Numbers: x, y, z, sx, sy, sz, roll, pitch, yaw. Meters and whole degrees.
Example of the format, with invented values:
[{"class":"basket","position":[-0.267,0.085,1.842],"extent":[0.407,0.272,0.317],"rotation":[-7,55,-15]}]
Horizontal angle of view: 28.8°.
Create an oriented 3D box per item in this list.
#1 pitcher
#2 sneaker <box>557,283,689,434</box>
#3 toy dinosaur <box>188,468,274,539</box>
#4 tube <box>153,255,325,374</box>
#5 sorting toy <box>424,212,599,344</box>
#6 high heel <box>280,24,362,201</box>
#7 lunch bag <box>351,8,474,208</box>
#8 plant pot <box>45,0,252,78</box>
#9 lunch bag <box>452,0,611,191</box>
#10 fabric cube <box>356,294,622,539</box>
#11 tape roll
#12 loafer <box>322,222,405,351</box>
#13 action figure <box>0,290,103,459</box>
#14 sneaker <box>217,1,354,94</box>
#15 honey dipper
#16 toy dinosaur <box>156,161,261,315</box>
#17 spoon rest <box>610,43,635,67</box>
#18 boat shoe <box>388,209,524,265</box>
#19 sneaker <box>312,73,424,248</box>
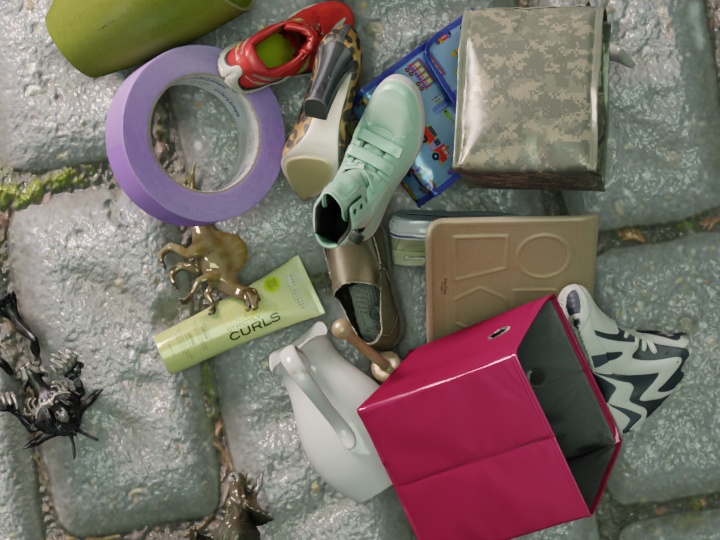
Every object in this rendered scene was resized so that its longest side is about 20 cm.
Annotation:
[{"class":"pitcher","position":[-0.027,0.165,1.601],"extent":[0.121,0.172,0.201],"rotation":[-34,90,6]},{"class":"sneaker","position":[0.315,0.080,1.627],"extent":[0.129,0.079,0.200],"rotation":[-30,106,-7]},{"class":"toy dinosaur","position":[-0.148,0.344,1.653],"extent":[0.101,0.077,0.202],"rotation":[-7,106,-31]},{"class":"tube","position":[-0.147,0.057,1.665],"extent":[0.199,0.052,0.058],"rotation":[-25,125,-3]},{"class":"sorting toy","position":[0.173,0.009,1.623],"extent":[0.198,0.037,0.186],"rotation":[-4,129,-1]},{"class":"high heel","position":[-0.037,-0.181,1.618],"extent":[0.071,0.201,0.143],"rotation":[18,54,3]},{"class":"lunch bag","position":[0.109,-0.197,1.645],"extent":[0.199,0.094,0.151],"rotation":[-38,92,-12]},{"class":"plant pot","position":[-0.259,-0.317,1.606],"extent":[0.199,0.187,0.188],"rotation":[-34,90,16]},{"class":"lunch bag","position":[0.191,-0.195,1.544],"extent":[0.162,0.118,0.202],"rotation":[1,81,16]},{"class":"fabric cube","position":[0.147,0.172,1.548],"extent":[0.198,0.196,0.201],"rotation":[-22,99,26]},{"class":"tape roll","position":[-0.188,-0.153,1.609],"extent":[0.198,0.065,0.202],"rotation":[2,86,-27]},{"class":"loafer","position":[0.000,0.000,1.641],"extent":[0.075,0.070,0.202],"rotation":[-21,91,17]},{"class":"action figure","position":[-0.383,0.131,1.644],"extent":[0.119,0.102,0.201],"rotation":[-38,89,-10]},{"class":"sneaker","position":[-0.069,-0.258,1.604],"extent":[0.199,0.085,0.077],"rotation":[-35,100,-36]},{"class":"honey dipper","position":[0.012,0.092,1.589],"extent":[0.038,0.200,0.038],"rotation":[-8,67,18]},{"class":"toy dinosaur","position":[-0.186,-0.019,1.666],"extent":[0.100,0.058,0.201],"rotation":[-27,72,-7]},{"class":"spoon rest","position":[0.232,-0.183,1.635],"extent":[0.200,0.099,0.061],"rotation":[-49,45,5]},{"class":"boat shoe","position":[0.132,-0.033,1.654],"extent":[0.198,0.072,0.063],"rotation":[5,110,8]},{"class":"sneaker","position":[0.009,-0.113,1.536],"extent":[0.073,0.118,0.202],"rotation":[23,109,13]}]
